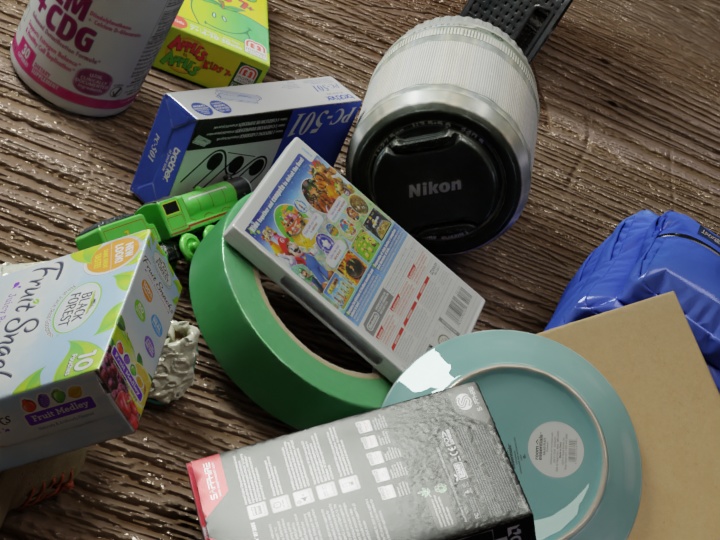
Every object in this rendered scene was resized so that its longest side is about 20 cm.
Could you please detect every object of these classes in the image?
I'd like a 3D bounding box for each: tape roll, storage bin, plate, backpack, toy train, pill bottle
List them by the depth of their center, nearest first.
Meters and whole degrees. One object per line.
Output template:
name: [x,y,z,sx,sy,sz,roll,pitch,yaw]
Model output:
plate: [0.108,0.135,1.193,0.200,0.026,0.201,3,70,-7]
tape roll: [-0.033,0.030,1.261,0.200,0.048,0.201,27,40,-25]
toy train: [-0.139,-0.031,1.280,0.200,0.042,0.056,-25,92,-53]
pill bottle: [-0.200,-0.235,1.365,0.113,0.200,0.113,22,33,-15]
backpack: [0.259,0.042,1.412,0.162,0.168,0.200,40,32,0]
storage bin: [0.186,-0.308,1.857,0.094,0.135,0.200,35,32,2]

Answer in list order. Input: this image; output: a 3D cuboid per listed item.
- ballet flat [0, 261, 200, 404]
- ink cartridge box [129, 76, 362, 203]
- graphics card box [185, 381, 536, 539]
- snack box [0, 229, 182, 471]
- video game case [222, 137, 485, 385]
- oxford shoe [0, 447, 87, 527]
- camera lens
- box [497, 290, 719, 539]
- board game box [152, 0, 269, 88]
ballet flat: [-0.200,0.028,1.141,0.200,0.072,0.072,21,34,-17]
ink cartridge box: [-0.091,-0.104,1.381,0.044,0.094,0.200,40,32,27]
graphics card box: [0.000,0.151,1.061,0.200,0.051,0.126,-17,41,-5]
snack box: [-0.213,0.058,0.977,0.142,0.200,0.053,-81,150,-55]
video game case: [0.000,0.000,1.267,0.200,0.018,0.143,41,36,-8]
oxford shoe: [-0.201,0.116,1.020,0.075,0.070,0.200,44,38,-21]
camera lens: [0.077,-0.121,1.489,0.160,0.160,0.200,28,32,-8]
box: [0.201,0.128,1.240,0.163,0.021,0.200,-16,74,-19]
board game box: [-0.142,-0.245,1.574,0.101,0.048,0.200,20,34,-19]
